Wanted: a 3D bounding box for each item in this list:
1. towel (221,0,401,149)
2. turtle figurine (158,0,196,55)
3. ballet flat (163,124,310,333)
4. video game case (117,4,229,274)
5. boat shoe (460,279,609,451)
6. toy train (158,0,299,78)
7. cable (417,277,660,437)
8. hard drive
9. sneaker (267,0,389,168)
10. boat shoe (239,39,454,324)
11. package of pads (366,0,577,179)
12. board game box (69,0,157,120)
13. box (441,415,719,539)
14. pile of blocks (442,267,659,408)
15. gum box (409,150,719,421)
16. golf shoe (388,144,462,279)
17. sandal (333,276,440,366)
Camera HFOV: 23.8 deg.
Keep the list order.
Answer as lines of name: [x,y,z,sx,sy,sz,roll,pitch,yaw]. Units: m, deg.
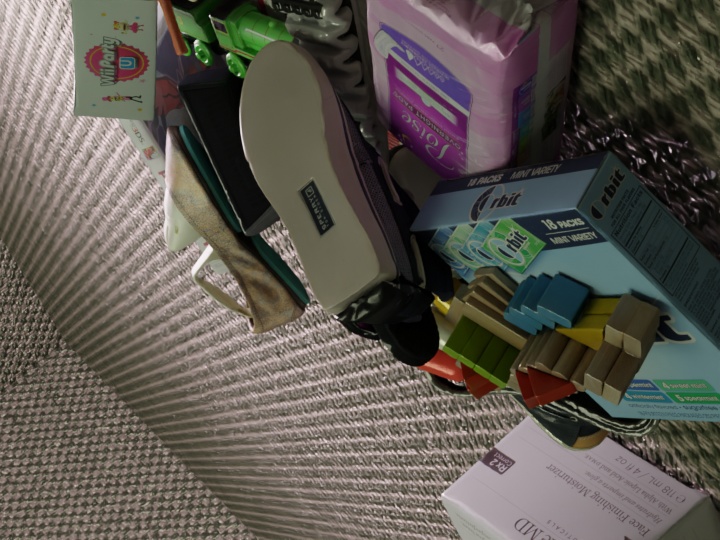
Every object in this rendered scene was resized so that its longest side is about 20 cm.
towel: [-0.029,-0.165,1.255,0.199,0.023,0.144,36,163,22]
turtle figurine: [-0.081,-0.242,1.090,0.064,0.202,0.161,9,177,-19]
ballet flat: [-0.115,-0.023,1.357,0.201,0.067,0.068,55,-172,-28]
video game case: [-0.133,-0.126,1.444,0.023,0.201,0.183,-17,121,24]
boat shoe: [0.115,0.056,1.309,0.200,0.075,0.062,42,158,15]
toy train: [-0.080,-0.170,1.260,0.199,0.042,0.057,26,146,44]
cable: [0.109,0.076,1.183,0.199,0.050,0.098,31,126,21]
hard drive: [-0.091,-0.100,1.363,0.200,0.042,0.136,-69,-45,-82]
sneaker: [-0.005,-0.145,1.136,0.075,0.081,0.201,22,139,37]
boat shoe: [-0.008,-0.051,1.095,0.092,0.074,0.202,13,-129,-52]
package of pads: [0.063,-0.128,1.022,0.120,0.076,0.200,43,164,20]
board game box: [-0.175,-0.233,1.242,0.148,0.064,0.202,105,166,-61]
box: [0.198,0.245,1.382,0.198,0.130,0.201,31,155,51]
pile of blocks: [0.097,0.046,1.017,0.082,0.062,0.200,39,160,-18]
gum box: [0.150,0.016,1.025,0.200,0.045,0.169,43,158,-22]
golf shoe: [0.096,-0.022,1.212,0.200,0.077,0.088,46,149,-2]
sandal: [0.001,0.000,1.171,0.075,0.048,0.201,29,-154,-41]
